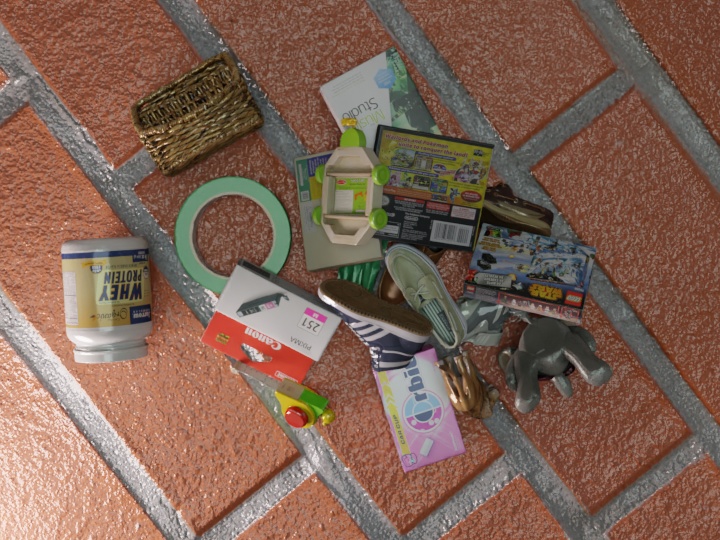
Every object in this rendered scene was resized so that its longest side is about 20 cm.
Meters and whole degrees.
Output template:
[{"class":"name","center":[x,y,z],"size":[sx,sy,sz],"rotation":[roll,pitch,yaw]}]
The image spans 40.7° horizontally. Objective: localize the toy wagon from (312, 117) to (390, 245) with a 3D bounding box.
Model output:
[{"class":"toy wagon","center":[-0.012,-0.143,1.564],"size":[0.039,0.154,0.203],"rotation":[2,93,-42]}]

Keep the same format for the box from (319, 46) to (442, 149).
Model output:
[{"class":"box","center":[0.041,-0.248,1.610],"size":[0.143,0.036,0.201],"rotation":[-29,93,-5]}]

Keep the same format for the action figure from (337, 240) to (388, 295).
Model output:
[{"class":"action figure","center":[0.000,0.000,1.659],"size":[0.117,0.055,0.203],"rotation":[2,84,27]}]

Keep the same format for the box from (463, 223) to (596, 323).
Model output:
[{"class":"box","center":[0.282,0.002,1.619],"size":[0.198,0.040,0.138],"rotation":[13,53,14]}]

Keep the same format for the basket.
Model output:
[{"class":"basket","center":[-0.278,-0.265,1.610],"size":[0.199,0.143,0.150],"rotation":[-28,94,0]}]

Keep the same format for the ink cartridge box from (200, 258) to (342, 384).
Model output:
[{"class":"ink cartridge box","center":[-0.155,0.100,1.647],"size":[0.199,0.044,0.175],"rotation":[27,108,-8]}]

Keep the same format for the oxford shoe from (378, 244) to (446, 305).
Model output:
[{"class":"oxford shoe","center":[0.098,-0.020,1.667],"size":[0.071,0.071,0.201],"rotation":[36,93,-4]}]

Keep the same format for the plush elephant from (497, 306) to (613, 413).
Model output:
[{"class":"plush elephant","center":[0.318,0.150,1.639],"size":[0.164,0.155,0.201],"rotation":[-29,59,8]}]

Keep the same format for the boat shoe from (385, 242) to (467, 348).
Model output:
[{"class":"boat shoe","center":[0.112,0.040,1.618],"size":[0.072,0.062,0.201],"rotation":[-37,95,18]}]

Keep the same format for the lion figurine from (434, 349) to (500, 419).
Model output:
[{"class":"lion figurine","center":[0.174,0.200,1.622],"size":[0.072,0.200,0.124],"rotation":[-19,85,20]}]

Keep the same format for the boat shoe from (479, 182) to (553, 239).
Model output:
[{"class":"boat shoe","center":[0.239,-0.113,1.674],"size":[0.198,0.072,0.073],"rotation":[20,62,4]}]

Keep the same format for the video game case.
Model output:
[{"class":"video game case","center":[0.109,-0.133,1.594],"size":[0.198,0.026,0.183],"rotation":[8,101,-13]}]

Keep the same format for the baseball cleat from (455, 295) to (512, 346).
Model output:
[{"class":"baseball cleat","center":[0.245,0.064,1.684],"size":[0.198,0.070,0.107],"rotation":[-24,106,5]}]

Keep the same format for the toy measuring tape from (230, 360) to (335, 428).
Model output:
[{"class":"toy measuring tape","center":[-0.135,0.222,1.680],"size":[0.198,0.074,0.074],"rotation":[22,92,11]}]

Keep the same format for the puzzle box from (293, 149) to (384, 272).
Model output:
[{"class":"puzzle box","center":[-0.037,-0.106,1.643],"size":[0.132,0.025,0.202],"rotation":[-10,78,13]}]

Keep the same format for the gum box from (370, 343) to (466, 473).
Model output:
[{"class":"gum box","center":[0.098,0.231,1.678],"size":[0.112,0.066,0.202],"rotation":[-17,92,-2]}]

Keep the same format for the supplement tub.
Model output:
[{"class":"supplement tub","center":[-0.420,0.046,1.620],"size":[0.143,0.144,0.203],"rotation":[-3,93,-1]}]

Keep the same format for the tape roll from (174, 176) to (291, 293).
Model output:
[{"class":"tape roll","center":[-0.218,-0.059,1.668],"size":[0.198,0.048,0.203],"rotation":[0,93,-2]}]

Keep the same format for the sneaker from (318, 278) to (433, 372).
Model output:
[{"class":"sneaker","center":[0.010,0.095,1.603],"size":[0.198,0.070,0.109],"rotation":[24,128,-3]}]
